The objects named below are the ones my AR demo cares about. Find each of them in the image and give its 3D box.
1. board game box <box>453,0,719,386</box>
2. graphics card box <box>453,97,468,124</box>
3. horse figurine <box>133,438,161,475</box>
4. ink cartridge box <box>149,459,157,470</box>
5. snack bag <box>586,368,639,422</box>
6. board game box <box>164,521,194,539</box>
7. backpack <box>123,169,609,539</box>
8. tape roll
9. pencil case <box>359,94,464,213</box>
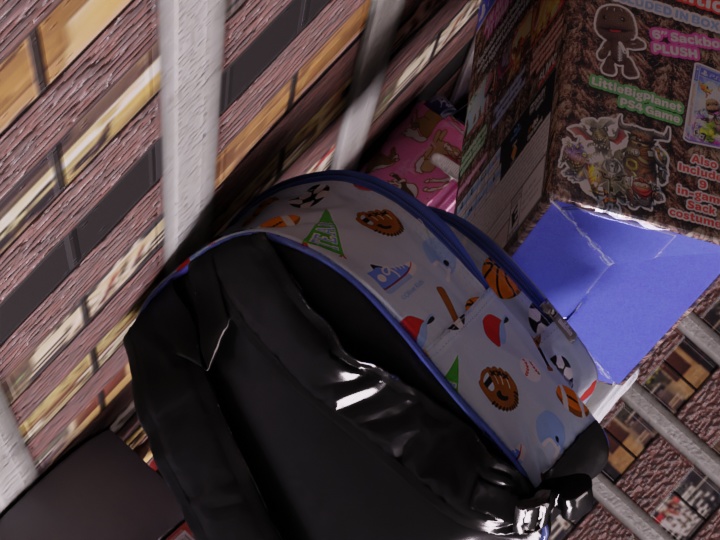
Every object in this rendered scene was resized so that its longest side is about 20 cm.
[{"bbox_3d":[0.116,-0.073,1.280,0.159,0.097,0.200,124,-23,-59],"label":"board game box"},{"bbox_3d":[0.043,-0.047,1.667,0.125,0.051,0.200,-51,175,29],"label":"graphics card box"},{"bbox_3d":[-0.154,0.163,1.599,0.133,0.050,0.200,-52,-179,-41],"label":"horse figurine"},{"bbox_3d":[-0.029,0.113,1.640,0.200,0.146,0.085,124,-31,-45],"label":"ink cartridge box"},{"bbox_3d":[0.126,0.018,1.615,0.200,0.021,0.189,-53,-147,10],"label":"snack bag"},{"bbox_3d":[-0.133,0.198,1.452,0.200,0.019,0.103,-51,174,28],"label":"board game box"},{"bbox_3d":[-0.001,0.050,1.198,0.200,0.191,0.154,-34,-167,36],"label":"backpack"},{"bbox_3d":[-0.177,0.179,1.418,0.200,0.066,0.200,-48,176,-4],"label":"tape roll"},{"bbox_3d":[0.000,0.000,1.463,0.200,0.083,0.087,-47,151,-6],"label":"pencil case"}]
